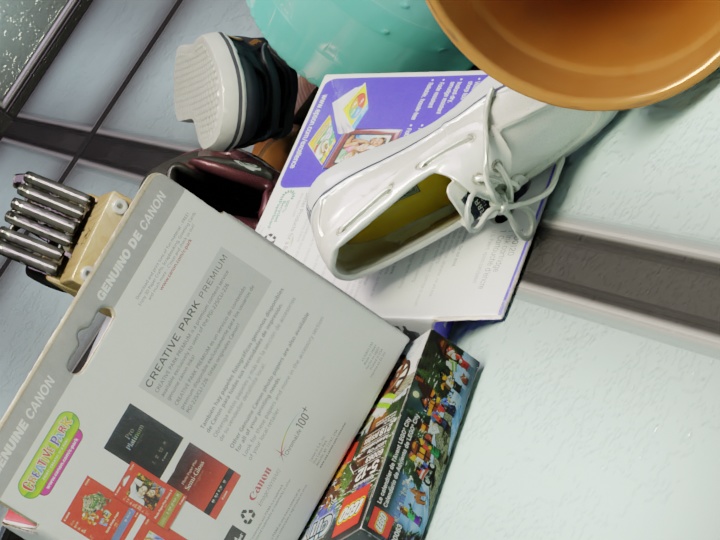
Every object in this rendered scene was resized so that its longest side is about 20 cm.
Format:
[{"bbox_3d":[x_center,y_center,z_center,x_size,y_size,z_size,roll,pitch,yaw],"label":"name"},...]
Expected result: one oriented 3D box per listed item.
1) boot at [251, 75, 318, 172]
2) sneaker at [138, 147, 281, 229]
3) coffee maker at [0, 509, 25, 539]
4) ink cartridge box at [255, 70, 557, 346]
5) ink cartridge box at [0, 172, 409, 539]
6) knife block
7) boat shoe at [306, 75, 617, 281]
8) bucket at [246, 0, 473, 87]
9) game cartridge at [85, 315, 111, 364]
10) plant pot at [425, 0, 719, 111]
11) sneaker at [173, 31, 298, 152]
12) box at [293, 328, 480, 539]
[{"bbox_3d":[-0.049,-0.044,1.736,0.155,0.073,0.201,-56,17,30],"label":"boot"},{"bbox_3d":[-0.105,-0.055,1.605,0.199,0.115,0.076,9,84,43],"label":"sneaker"},{"bbox_3d":[-0.169,0.216,1.418,0.201,0.134,0.193,-63,29,27],"label":"coffee maker"},{"bbox_3d":[0.034,-0.037,1.446,0.199,0.043,0.199,0,51,33],"label":"ink cartridge box"},{"bbox_3d":[-0.101,0.075,1.304,0.201,0.175,0.084,-59,17,-14],"label":"ink cartridge box"},{"bbox_3d":[-0.146,0.002,1.573,0.064,0.199,0.175,-64,11,-7],"label":"knife block"},{"bbox_3d":[0.063,-0.050,1.354,0.201,0.075,0.086,-25,42,10],"label":"boat shoe"},{"bbox_3d":[0.025,-0.218,1.615,0.135,0.206,0.208,-49,16,47],"label":"bucket"},{"bbox_3d":[-0.123,0.079,1.575,0.132,0.041,0.201,15,77,28],"label":"game cartridge"},{"bbox_3d":[0.136,-0.204,1.307,0.200,0.200,0.140,-47,4,27],"label":"plant pot"},{"bbox_3d":[-0.078,-0.124,1.632,0.200,0.079,0.079,-135,48,-74],"label":"sneaker"},{"bbox_3d":[-0.019,0.131,1.346,0.200,0.038,0.137,-37,24,48],"label":"box"}]
